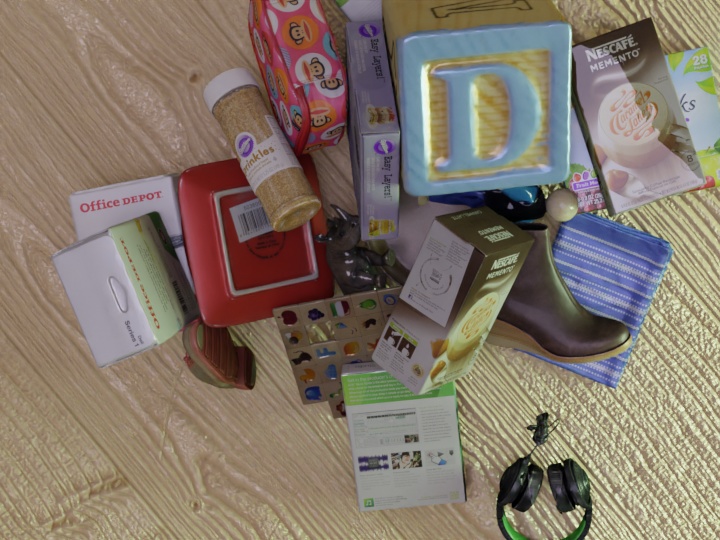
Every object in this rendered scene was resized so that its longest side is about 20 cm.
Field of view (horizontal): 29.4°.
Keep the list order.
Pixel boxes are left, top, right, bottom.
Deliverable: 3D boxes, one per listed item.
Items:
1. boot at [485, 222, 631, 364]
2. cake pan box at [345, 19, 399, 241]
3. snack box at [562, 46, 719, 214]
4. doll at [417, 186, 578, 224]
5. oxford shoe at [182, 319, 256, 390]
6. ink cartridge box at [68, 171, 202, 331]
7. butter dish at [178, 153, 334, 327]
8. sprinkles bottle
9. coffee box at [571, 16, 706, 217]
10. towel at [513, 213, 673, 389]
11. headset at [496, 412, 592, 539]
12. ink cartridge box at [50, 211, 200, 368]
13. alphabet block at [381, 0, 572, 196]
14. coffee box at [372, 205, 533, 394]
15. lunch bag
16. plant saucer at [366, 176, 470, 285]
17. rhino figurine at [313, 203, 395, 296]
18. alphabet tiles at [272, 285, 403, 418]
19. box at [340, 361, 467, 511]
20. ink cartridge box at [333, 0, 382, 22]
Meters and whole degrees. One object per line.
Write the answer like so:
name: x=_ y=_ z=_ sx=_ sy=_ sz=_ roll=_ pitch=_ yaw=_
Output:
boot: x=0.231 y=0.025 z=1.674 sx=0.198 sy=0.072 sz=0.168 roll=5 pitch=122 yaw=19
cake pan box: x=0.012 y=-0.168 z=1.629 sx=0.052 sy=0.201 sz=0.185 roll=-4 pitch=140 yaw=-5
snack box: x=0.336 y=-0.168 z=1.668 sx=0.198 sy=0.068 sz=0.171 roll=-10 pitch=92 yaw=7
doll: x=0.164 y=-0.090 z=1.655 sx=0.198 sy=0.137 sz=0.049 roll=12 pitch=72 yaw=16
oxford shoe: x=-0.194 y=0.114 z=1.734 sx=0.074 sy=0.200 sz=0.071 roll=-4 pitch=68 yaw=14
ink cartridge box: x=-0.282 y=-0.018 z=1.782 sx=0.143 sy=0.084 sz=0.202 roll=-10 pitch=97 yaw=10
butter dish: x=-0.153 y=-0.041 z=1.736 sx=0.198 sy=0.147 sz=0.202 roll=-13 pitch=96 yaw=-32
sprinkles bottle: x=-0.119 y=-0.147 z=1.653 sx=0.068 sy=0.068 sz=0.201 roll=-33 pitch=72 yaw=12
coffee box: x=0.314 y=-0.176 z=1.595 sx=0.113 sy=0.080 sz=0.202 roll=-19 pitch=88 yaw=6
towel: x=0.294 y=0.034 z=1.729 sx=0.144 sy=0.024 sz=0.202 roll=21 pitch=100 yaw=7
headset: x=0.232 y=0.277 z=1.735 sx=0.122 sy=0.094 sz=0.202 roll=0 pitch=109 yaw=8
ink cartridge box: x=-0.276 y=0.019 z=1.641 sx=0.083 sy=0.200 sz=0.146 roll=-22 pitch=95 yaw=10
alphabet block: x=0.130 y=-0.216 z=1.591 sx=0.194 sy=0.200 sz=0.197 roll=-4 pitch=116 yaw=-4
coffee box: x=0.108 y=0.034 z=1.615 sx=0.080 sy=0.114 sz=0.201 roll=37 pitch=120 yaw=25
lunch bag: x=-0.078 y=-0.247 z=1.680 sx=0.081 sy=0.176 sz=0.202 roll=-16 pitch=78 yaw=-12
plant saucer: x=0.103 y=-0.066 z=1.742 sx=0.198 sy=0.032 sz=0.203 roll=1 pitch=97 yaw=9
rhino figurine: x=0.000 y=0.000 z=1.717 sx=0.087 sy=0.060 sz=0.201 roll=0 pitch=129 yaw=36
alphabet tiles: x=-0.008 y=0.109 z=1.739 sx=0.165 sy=0.008 sz=0.201 roll=-10 pitch=129 yaw=7
box: x=0.057 y=0.209 z=1.756 sx=0.143 sy=0.036 sz=0.202 roll=-5 pitch=112 yaw=4
ink cartridge box: x=0.081 y=-0.312 z=1.694 sx=0.147 sy=0.076 sz=0.200 roll=-37 pitch=111 yaw=11
